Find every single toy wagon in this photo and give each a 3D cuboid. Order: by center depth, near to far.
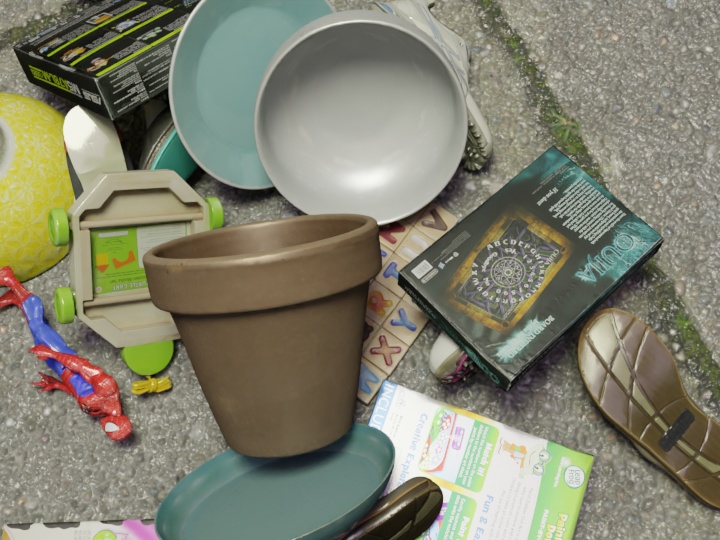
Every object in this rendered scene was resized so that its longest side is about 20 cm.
[{"bbox_3d":[-0.201,0.012,0.804,0.153,0.039,0.204,-7,104,-31],"label":"toy wagon"}]

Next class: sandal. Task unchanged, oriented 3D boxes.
[{"bbox_3d":[-0.027,0.214,0.698,0.198,0.082,0.055,-31,52,-10],"label":"sandal"},{"bbox_3d":[0.260,0.124,0.773,0.080,0.054,0.200,-42,88,-6],"label":"sandal"}]

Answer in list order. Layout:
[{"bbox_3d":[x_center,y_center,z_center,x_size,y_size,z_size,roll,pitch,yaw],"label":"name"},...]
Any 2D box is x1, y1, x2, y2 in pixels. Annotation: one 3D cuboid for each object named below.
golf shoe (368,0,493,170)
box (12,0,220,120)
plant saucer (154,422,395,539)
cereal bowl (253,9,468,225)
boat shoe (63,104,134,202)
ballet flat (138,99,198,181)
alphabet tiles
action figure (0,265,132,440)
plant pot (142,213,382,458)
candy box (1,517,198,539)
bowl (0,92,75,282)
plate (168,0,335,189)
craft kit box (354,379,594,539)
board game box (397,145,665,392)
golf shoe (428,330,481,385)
[{"bbox_3d":[0.088,-0.199,0.886,0.096,0.078,0.202,-27,78,-25],"label":"golf shoe"},{"bbox_3d":[-0.210,-0.228,0.854,0.199,0.048,0.192,-38,43,-26],"label":"box"},{"bbox_3d":[-0.064,0.178,0.700,0.197,0.200,0.028,-16,102,-3],"label":"plant saucer"},{"bbox_3d":[0.000,-0.147,0.815,0.196,0.203,0.084,-4,35,1],"label":"cereal bowl"},{"bbox_3d":[-0.242,-0.057,0.845,0.070,0.062,0.204,-14,94,-16],"label":"boat shoe"},{"bbox_3d":[-0.164,-0.158,0.865,0.068,0.068,0.201,29,73,25],"label":"ballet flat"},{"bbox_3d":[0.000,0.000,0.851,0.166,0.008,0.201,34,76,14],"label":"alphabet tiles"},{"bbox_3d":[-0.277,0.083,0.808,0.199,0.066,0.052,40,54,17],"label":"action figure"},{"bbox_3d":[-0.073,0.055,0.742,0.196,0.200,0.178,-6,101,1],"label":"plant pot"},{"bbox_3d":[-0.199,0.280,0.733,0.196,0.061,0.139,-3,70,2],"label":"candy box"},{"bbox_3d":[-0.366,-0.097,0.853,0.196,0.108,0.204,-1,70,3],"label":"bowl"},{"bbox_3d":[-0.094,-0.177,0.826,0.200,0.201,0.025,-48,42,-14],"label":"plate"},{"bbox_3d":[0.078,0.221,0.750,0.195,0.049,0.203,18,73,12],"label":"craft kit box"},{"bbox_3d":[0.148,-0.007,0.762,0.199,0.028,0.135,-38,68,-19],"label":"board game box"},{"bbox_3d":[0.115,0.017,0.808,0.091,0.073,0.200,34,66,18],"label":"golf shoe"}]
